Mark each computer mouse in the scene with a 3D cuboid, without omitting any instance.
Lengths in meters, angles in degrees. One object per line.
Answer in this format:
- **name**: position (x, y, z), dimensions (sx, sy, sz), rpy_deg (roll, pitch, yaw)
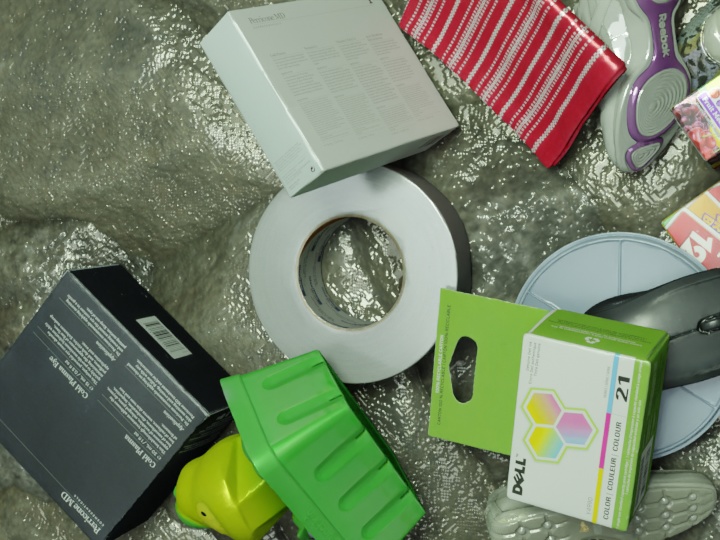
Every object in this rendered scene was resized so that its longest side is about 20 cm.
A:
- **computer mouse**: position (0.262, 0.044, 0.951), dimensions (0.199, 0.053, 0.139), rpy_deg (-25, 87, 21)

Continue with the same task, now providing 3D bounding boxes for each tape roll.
- **tape roll**: position (0.000, 0.000, 1.066), dimensions (0.199, 0.066, 0.202), rpy_deg (1, 94, 17)

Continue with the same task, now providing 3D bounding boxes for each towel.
- **towel**: position (0.123, -0.193, 0.986), dimensions (0.200, 0.022, 0.145), rpy_deg (46, 147, 9)

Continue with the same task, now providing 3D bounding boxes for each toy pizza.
- **toy pizza**: position (0.228, 0.066, 1.011), dimensions (0.199, 0.032, 0.202), rpy_deg (2, 96, 20)

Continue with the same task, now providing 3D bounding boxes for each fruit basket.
- **fruit basket**: position (-0.074, 0.192, 1.031), dimensions (0.214, 0.156, 0.217), rpy_deg (-10, 122, -16)

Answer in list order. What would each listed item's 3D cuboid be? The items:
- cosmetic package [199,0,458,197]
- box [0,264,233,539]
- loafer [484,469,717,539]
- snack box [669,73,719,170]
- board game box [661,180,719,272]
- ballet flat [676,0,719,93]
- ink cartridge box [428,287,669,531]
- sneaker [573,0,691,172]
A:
- **cosmetic package**: position (-0.021, -0.158, 0.990), dimensions (0.052, 0.200, 0.151), rpy_deg (-33, 84, 41)
- **box**: position (-0.247, 0.128, 1.136), dimensions (0.200, 0.104, 0.182), rpy_deg (44, 104, 10)
- **loafer**: position (0.208, 0.200, 1.012), dimensions (0.199, 0.070, 0.070), rpy_deg (-7, 119, 2)
- **snack box**: position (0.314, -0.139, 0.881), dimensions (0.142, 0.200, 0.053), rpy_deg (-37, 82, 17)
- **board game box**: position (0.351, 0.013, 0.973), dimensions (0.095, 0.030, 0.200), rpy_deg (-37, 85, 18)
- **ballet flat**: position (0.335, -0.216, 0.938), dimensions (0.200, 0.072, 0.072), rpy_deg (-34, 84, 18)
- **ink cartridge box**: position (0.139, 0.109, 0.951), dimensions (0.199, 0.076, 0.149), rpy_deg (11, 109, 24)
- **sneaker**: position (0.226, -0.186, 0.980), dimensions (0.074, 0.100, 0.201), rpy_deg (-7, 105, -25)
